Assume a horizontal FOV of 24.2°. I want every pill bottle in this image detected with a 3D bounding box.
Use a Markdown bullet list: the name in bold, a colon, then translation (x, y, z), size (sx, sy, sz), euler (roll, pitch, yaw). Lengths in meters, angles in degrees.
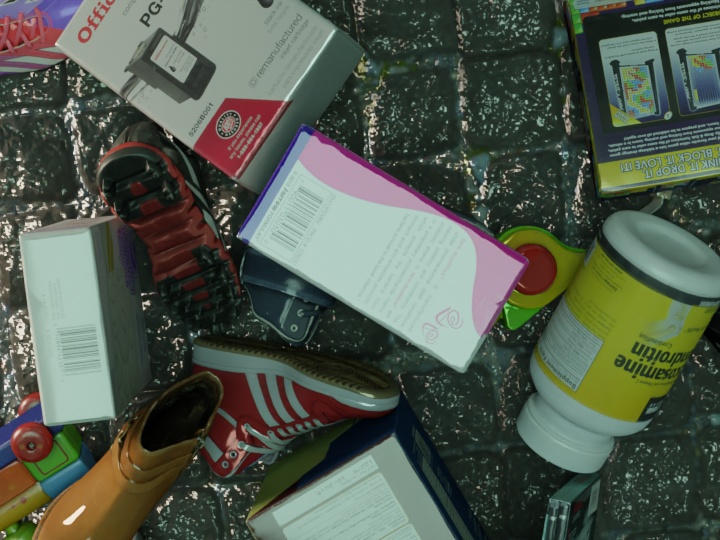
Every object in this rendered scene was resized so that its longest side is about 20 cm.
- **pill bottle**: translation (0.205, 0.061, 1.354), size (0.112, 0.112, 0.201), euler (25, 114, -1)

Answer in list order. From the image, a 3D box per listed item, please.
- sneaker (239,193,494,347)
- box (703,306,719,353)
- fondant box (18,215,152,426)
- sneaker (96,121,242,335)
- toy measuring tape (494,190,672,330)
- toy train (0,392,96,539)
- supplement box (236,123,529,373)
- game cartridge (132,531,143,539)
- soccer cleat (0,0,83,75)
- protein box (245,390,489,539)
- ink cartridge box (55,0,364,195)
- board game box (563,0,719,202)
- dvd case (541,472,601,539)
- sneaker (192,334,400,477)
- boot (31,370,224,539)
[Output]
- **sneaker**: translation (0.000, 0.000, 1.381), size (0.201, 0.077, 0.147), euler (14, 90, 4)
- **box**: translation (0.380, 0.016, 1.341), size (0.200, 0.148, 0.104), euler (-41, 93, 5)
- **fondant box**: translation (-0.214, 0.033, 1.331), size (0.058, 0.200, 0.145), euler (-7, 95, 0)
- **sneaker**: translation (-0.150, -0.039, 1.378), size (0.070, 0.098, 0.201), euler (-19, 125, 11)
- **toy measuring tape**: translation (0.164, -0.027, 1.387), size (0.200, 0.074, 0.074), euler (-39, 93, -5)
- **toy train**: translation (-0.311, 0.202, 1.415), size (0.199, 0.085, 0.116), euler (-32, 107, 4)
- **supplement box**: translation (0.017, -0.018, 1.291), size (0.199, 0.103, 0.102), euler (32, 92, -1)
- **game cartridge**: translation (-0.258, 0.297, 1.416), size (0.199, 0.042, 0.134), euler (-23, 121, 4)
- **soccer cleat**: translation (-0.306, -0.189, 1.376), size (0.199, 0.073, 0.069), euler (-15, 94, 3)
- **protein box**: translation (0.024, 0.229, 1.343), size (0.134, 0.199, 0.201), euler (-30, 94, 5)
- **ink cartridge box**: translation (-0.122, -0.178, 1.339), size (0.200, 0.083, 0.146), euler (36, 94, 17)
- **board game box**: translation (0.276, -0.154, 1.361), size (0.199, 0.057, 0.166), euler (-8, 84, 2)
- **dvd case**: translation (0.161, 0.273, 1.373), size (0.022, 0.146, 0.201), euler (11, 97, 17)
- **sneaker**: translation (-0.057, 0.124, 1.375), size (0.199, 0.071, 0.113), euler (11, 99, 34)
- **boot**: translation (-0.180, 0.171, 1.316), size (0.077, 0.155, 0.200), euler (43, 59, -1)
